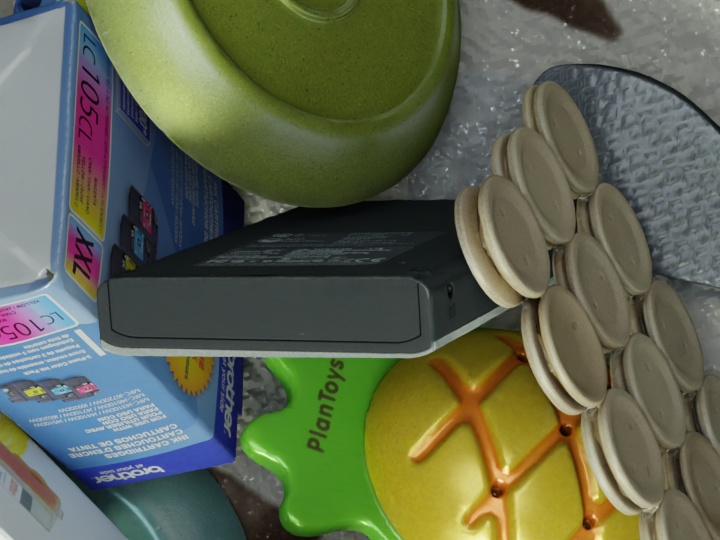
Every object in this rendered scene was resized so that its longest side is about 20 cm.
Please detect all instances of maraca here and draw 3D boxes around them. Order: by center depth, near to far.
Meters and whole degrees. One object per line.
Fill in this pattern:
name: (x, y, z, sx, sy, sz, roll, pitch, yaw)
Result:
maraca: (0.047, 0.081, 1.176, 0.199, 0.107, 0.138, 19, 54, -11)

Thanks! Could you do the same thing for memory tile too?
memory tile: (0.103, 0.030, 1.135, 0.017, 0.153, 0.201, -22, 108, 25)

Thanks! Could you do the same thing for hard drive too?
hard drive: (0.000, 0.000, 1.137, 0.139, 0.200, 0.033, -1, 100, 23)

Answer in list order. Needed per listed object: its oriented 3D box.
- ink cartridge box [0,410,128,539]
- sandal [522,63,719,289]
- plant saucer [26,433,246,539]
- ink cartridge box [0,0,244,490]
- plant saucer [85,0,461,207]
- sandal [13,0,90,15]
ink cartridge box: (-0.209, 0.108, 1.148, 0.145, 0.084, 0.200, -36, 108, 19)
sandal: (0.158, -0.024, 1.216, 0.199, 0.043, 0.076, 28, 100, 4)
plant saucer: (-0.145, 0.155, 1.247, 0.199, 0.036, 0.201, 0, 87, 8)
ink cartridge box: (-0.109, 0.000, 1.173, 0.076, 0.200, 0.137, -10, 58, 18)
plant saucer: (-0.029, -0.126, 1.179, 0.031, 0.199, 0.201, -26, 82, 48)
sandal: (-0.122, -0.147, 1.250, 0.087, 0.079, 0.201, 18, 98, 45)
